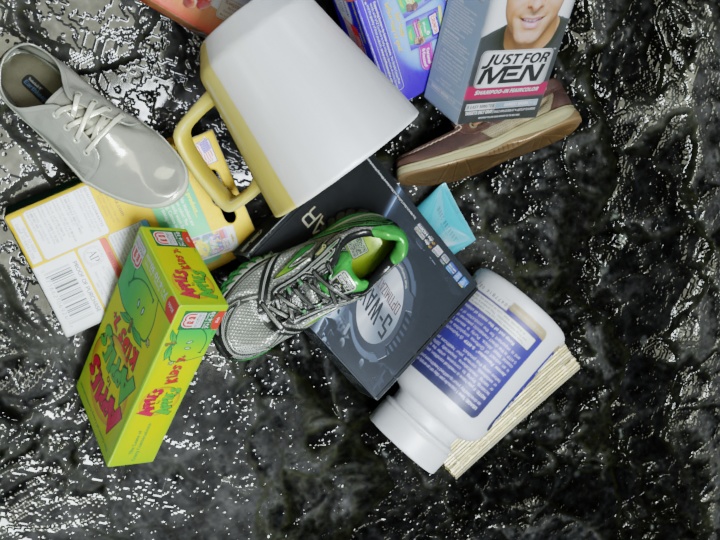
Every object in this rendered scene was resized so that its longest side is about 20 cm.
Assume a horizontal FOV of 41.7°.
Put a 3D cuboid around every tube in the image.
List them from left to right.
[{"bbox_3d":[0.028,-0.003,0.981,0.200,0.050,0.077,-38,123,-12],"label":"tube"}]

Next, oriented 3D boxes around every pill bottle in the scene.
[{"bbox_3d":[0.107,0.108,0.992,0.120,0.120,0.200,43,87,-23],"label":"pill bottle"}]

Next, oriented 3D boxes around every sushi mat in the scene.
[{"bbox_3d":[0.156,0.142,1.075,0.200,0.012,0.096,-40,113,-6],"label":"sushi mat"}]

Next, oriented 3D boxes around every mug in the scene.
[{"bbox_3d":[-0.069,-0.138,0.790,0.186,0.149,0.153,-37,100,-3],"label":"mug"}]

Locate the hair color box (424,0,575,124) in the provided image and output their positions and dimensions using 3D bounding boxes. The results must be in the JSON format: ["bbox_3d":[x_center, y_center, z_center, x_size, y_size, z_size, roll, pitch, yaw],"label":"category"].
[{"bbox_3d":[0.134,-0.236,0.851,0.099,0.061,0.200,-10,131,-30],"label":"hair color box"}]

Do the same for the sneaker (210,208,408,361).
[{"bbox_3d":[-0.046,0.009,0.829,0.200,0.085,0.078,-37,109,-17],"label":"sneaker"}]

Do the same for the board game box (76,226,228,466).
[{"bbox_3d":[-0.191,0.070,0.845,0.048,0.102,0.200,1,131,-39],"label":"board game box"}]

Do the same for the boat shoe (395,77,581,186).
[{"bbox_3d":[0.123,-0.146,0.972,0.200,0.072,0.072,-21,79,-2],"label":"boat shoe"}]

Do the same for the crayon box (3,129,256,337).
[{"bbox_3d":[-0.210,-0.039,0.884,0.200,0.052,0.126,-25,110,-11],"label":"crayon box"}]

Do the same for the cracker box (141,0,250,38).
[{"bbox_3d":[-0.117,-0.309,0.821,0.134,0.058,0.200,24,94,-38],"label":"cracker box"}]

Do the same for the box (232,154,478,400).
[{"bbox_3d":[0.000,0.000,0.921,0.160,0.044,0.200,-45,111,-15],"label":"box"}]

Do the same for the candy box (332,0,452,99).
[{"bbox_3d":[0.076,-0.275,0.879,0.200,0.077,0.169,-30,135,-8],"label":"candy box"}]

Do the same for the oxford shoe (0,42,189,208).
[{"bbox_3d":[-0.236,-0.124,0.816,0.200,0.058,0.075,39,76,-2],"label":"oxford shoe"}]
